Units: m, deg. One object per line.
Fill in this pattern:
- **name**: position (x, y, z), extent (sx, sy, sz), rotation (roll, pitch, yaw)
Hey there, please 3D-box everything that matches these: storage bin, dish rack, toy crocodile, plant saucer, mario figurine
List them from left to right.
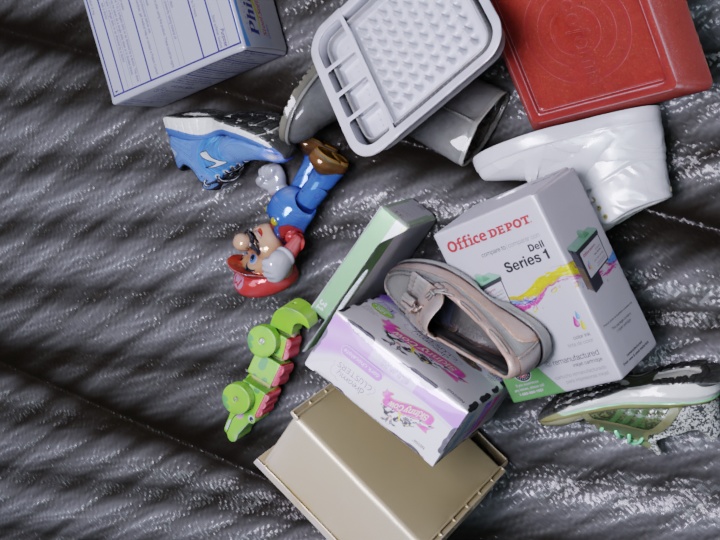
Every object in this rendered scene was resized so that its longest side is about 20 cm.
- **toy crocodile**: position (-0.110, 0.120, 1.248), extent (0.061, 0.067, 0.201), rotation (30, 107, 17)
- **mario figurine**: position (-0.099, -0.060, 1.196), extent (0.106, 0.123, 0.201), rotation (30, 104, 5)
- **storage bin**: position (0.030, 0.207, 1.129), extent (0.200, 0.198, 0.094), rotation (43, 128, 14)
- **dish rack**: position (0.050, -0.226, 1.051), extent (0.200, 0.043, 0.173), rotation (-38, 60, 28)
- **plant saucer**: position (0.214, -0.236, 1.012), extent (0.199, 0.037, 0.201), rotation (-10, 116, 38)

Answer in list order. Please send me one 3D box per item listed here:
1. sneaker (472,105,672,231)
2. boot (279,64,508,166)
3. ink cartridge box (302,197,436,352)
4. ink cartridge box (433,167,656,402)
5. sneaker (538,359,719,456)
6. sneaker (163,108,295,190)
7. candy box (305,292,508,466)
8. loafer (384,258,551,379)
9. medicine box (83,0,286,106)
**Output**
- **sneaker**: position (0.218, -0.090, 1.072), extent (0.199, 0.074, 0.117), rotation (-12, 88, 24)
- **boot**: position (0.034, -0.167, 1.131), extent (0.199, 0.073, 0.182), rotation (36, 86, 12)
- **ink cartridge box**: position (0.000, 0.000, 1.111), extent (0.048, 0.200, 0.146), rotation (39, 110, 13)
- **ink cartridge box**: position (0.184, 0.017, 1.055), extent (0.144, 0.084, 0.201), rotation (-22, 97, 47)
- **sneaker**: position (0.282, 0.156, 1.078), extent (0.199, 0.077, 0.089), rotation (-12, 100, 27)
- **sneaker**: position (-0.150, -0.141, 1.230), extent (0.199, 0.078, 0.090), rotation (11, 114, 41)
- **candy box**: position (0.062, 0.102, 1.096), extent (0.167, 0.200, 0.072), rotation (37, 110, 15)
- **loafer**: position (0.095, 0.047, 1.048), extent (0.199, 0.063, 0.072), rotation (27, 130, 33)
- **medicine box**: position (-0.213, -0.310, 1.223), extent (0.199, 0.103, 0.184), rotation (-16, 90, 25)
